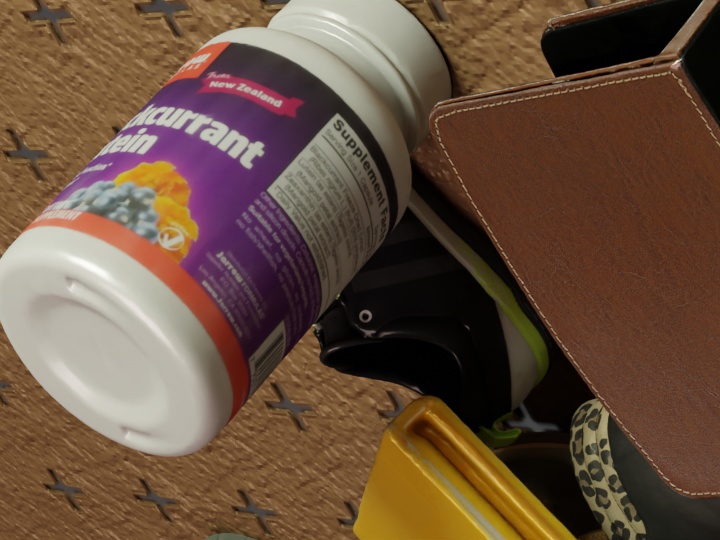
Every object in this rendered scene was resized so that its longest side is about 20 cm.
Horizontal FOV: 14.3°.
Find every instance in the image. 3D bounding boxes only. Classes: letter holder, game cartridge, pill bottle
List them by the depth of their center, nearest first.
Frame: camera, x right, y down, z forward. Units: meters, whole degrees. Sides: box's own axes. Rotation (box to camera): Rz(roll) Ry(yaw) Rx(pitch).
[{"bbox_3d":[0.138,-0.019,1.080,0.142,0.101,0.200,-10,123,47],"label":"letter holder"},{"bbox_3d":[-0.049,-0.029,1.176,0.111,0.200,0.112,27,145,21],"label":"pill bottle"},{"bbox_3d":[0.072,0.149,1.294,0.176,0.032,0.200,46,166,9],"label":"game cartridge"}]

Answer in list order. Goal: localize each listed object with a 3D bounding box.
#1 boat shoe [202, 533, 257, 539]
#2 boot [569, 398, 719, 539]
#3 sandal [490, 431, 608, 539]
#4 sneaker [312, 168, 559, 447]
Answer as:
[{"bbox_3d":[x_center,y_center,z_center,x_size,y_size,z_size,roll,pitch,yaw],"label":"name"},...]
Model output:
[{"bbox_3d":[-0.018,0.208,1.560,0.202,0.074,0.065,20,149,35],"label":"boat shoe"},{"bbox_3d":[0.185,0.110,1.222,0.200,0.073,0.150,50,146,-8],"label":"boot"},{"bbox_3d":[0.135,0.139,1.326,0.200,0.054,0.080,32,147,13],"label":"sandal"},{"bbox_3d":[0.000,0.000,1.271,0.200,0.083,0.072,38,148,4],"label":"sneaker"}]
